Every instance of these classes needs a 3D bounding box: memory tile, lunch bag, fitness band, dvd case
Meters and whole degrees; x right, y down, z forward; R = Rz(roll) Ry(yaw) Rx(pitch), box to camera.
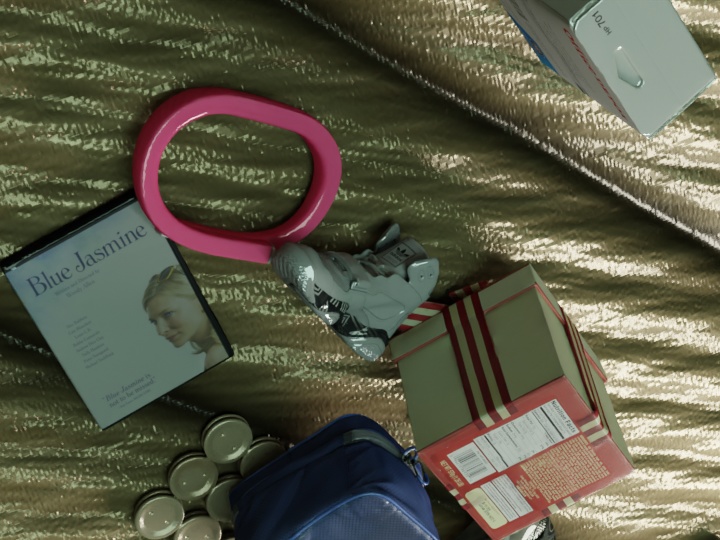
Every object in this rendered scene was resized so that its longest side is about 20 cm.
[{"bbox_3d":[-0.113,0.235,1.578,0.200,0.017,0.153,38,96,-34],"label":"memory tile"},{"bbox_3d":[-0.023,0.231,1.523,0.200,0.132,0.136,-33,126,12],"label":"lunch bag"},{"bbox_3d":[-0.107,-0.083,1.392,0.200,0.037,0.144,12,106,-35],"label":"fitness band"},{"bbox_3d":[-0.214,0.036,1.426,0.143,0.018,0.200,-30,124,-7],"label":"dvd case"}]

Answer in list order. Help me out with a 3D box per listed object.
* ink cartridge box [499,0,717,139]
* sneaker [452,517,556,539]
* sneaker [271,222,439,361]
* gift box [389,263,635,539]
[{"bbox_3d":[0.196,-0.220,1.371,0.086,0.200,0.146,-41,125,0],"label":"ink cartridge box"},{"bbox_3d":[0.132,0.332,1.706,0.199,0.076,0.114,-40,119,-7],"label":"sneaker"},{"bbox_3d":[0.000,0.000,1.457,0.115,0.075,0.200,-46,146,-2],"label":"sneaker"},{"bbox_3d":[0.128,0.122,1.534,0.200,0.187,0.185,-24,128,12],"label":"gift box"}]
